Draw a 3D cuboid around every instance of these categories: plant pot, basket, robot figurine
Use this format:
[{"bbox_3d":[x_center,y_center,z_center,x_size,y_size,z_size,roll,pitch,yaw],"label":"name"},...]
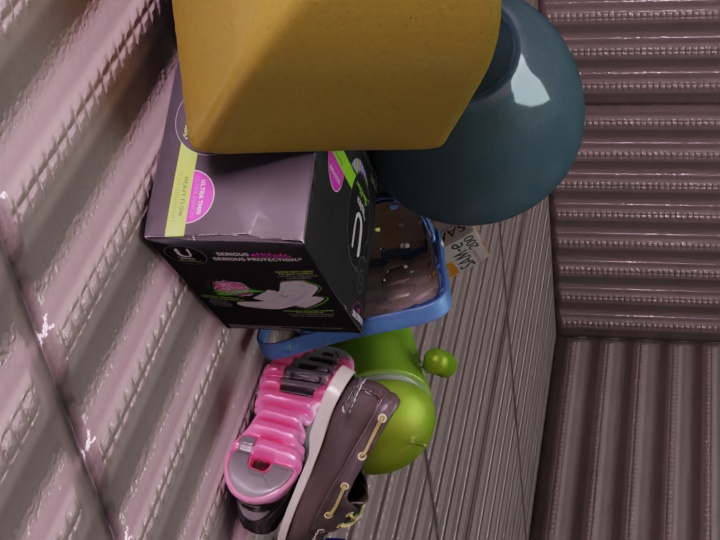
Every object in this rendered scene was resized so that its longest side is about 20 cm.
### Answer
[{"bbox_3d":[0.088,-0.155,1.086,0.135,0.197,0.203,65,29,-72],"label":"plant pot"},{"bbox_3d":[0.000,0.000,1.201,0.201,0.174,0.141,-78,153,-60],"label":"basket"},{"bbox_3d":[-0.007,-0.206,0.859,0.200,0.193,0.197,139,-55,-63],"label":"plant pot"},{"bbox_3d":[0.007,0.113,1.292,0.116,0.174,0.201,56,11,-42],"label":"robot figurine"}]

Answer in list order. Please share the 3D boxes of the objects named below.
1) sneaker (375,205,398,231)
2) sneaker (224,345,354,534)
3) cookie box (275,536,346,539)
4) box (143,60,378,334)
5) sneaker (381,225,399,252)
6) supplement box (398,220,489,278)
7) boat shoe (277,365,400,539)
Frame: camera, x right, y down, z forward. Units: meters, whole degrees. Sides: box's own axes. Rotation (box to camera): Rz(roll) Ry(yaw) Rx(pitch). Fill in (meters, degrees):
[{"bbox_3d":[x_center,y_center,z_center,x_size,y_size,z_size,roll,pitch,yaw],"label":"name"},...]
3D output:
[{"bbox_3d":[0.004,-0.132,1.289,0.076,0.104,0.202,-102,176,-59],"label":"sneaker"},{"bbox_3d":[-0.063,0.151,1.178,0.201,0.078,0.096,-58,155,-44],"label":"sneaker"},{"bbox_3d":[-0.041,0.378,1.276,0.201,0.074,0.173,74,22,-53],"label":"cookie box"},{"bbox_3d":[-0.068,-0.052,1.024,0.200,0.123,0.151,61,33,-66],"label":"box"},{"bbox_3d":[0.008,-0.018,1.437,0.200,0.073,0.081,7,87,-75],"label":"sneaker"},{"bbox_3d":[0.062,-0.098,1.462,0.202,0.073,0.126,64,7,16],"label":"supplement box"},{"bbox_3d":[-0.021,0.179,1.104,0.072,0.060,0.203,-50,159,-62],"label":"boat shoe"}]
